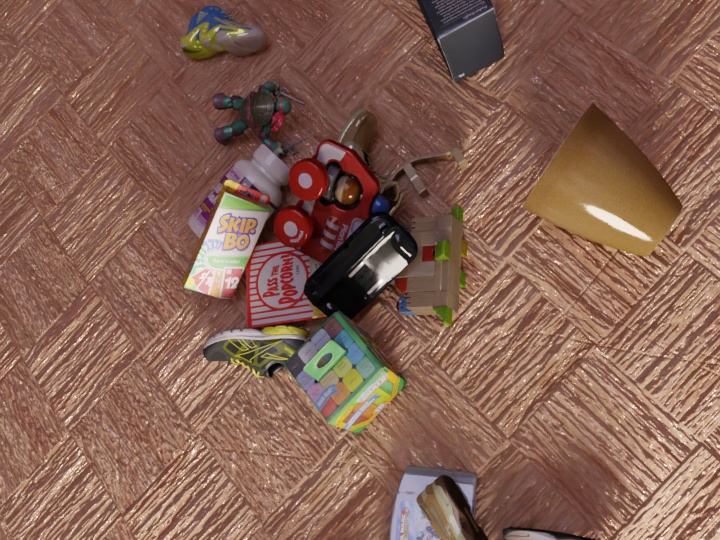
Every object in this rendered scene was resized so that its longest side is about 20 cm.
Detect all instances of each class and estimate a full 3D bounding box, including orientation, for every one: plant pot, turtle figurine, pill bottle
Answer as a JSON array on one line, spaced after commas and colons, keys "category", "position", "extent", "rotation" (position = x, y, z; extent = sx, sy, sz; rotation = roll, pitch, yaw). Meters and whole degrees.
[{"category": "plant pot", "position": [0.380, -0.118, 1.146], "extent": [0.198, 0.186, 0.188], "rotation": [37, 88, 11]}, {"category": "turtle figurine", "position": [-0.188, -0.298, 1.425], "extent": [0.195, 0.100, 0.154], "rotation": [0, 74, 24]}, {"category": "pill bottle", "position": [-0.213, -0.128, 1.372], "extent": [0.112, 0.112, 0.201], "rotation": [40, 90, 24]}]

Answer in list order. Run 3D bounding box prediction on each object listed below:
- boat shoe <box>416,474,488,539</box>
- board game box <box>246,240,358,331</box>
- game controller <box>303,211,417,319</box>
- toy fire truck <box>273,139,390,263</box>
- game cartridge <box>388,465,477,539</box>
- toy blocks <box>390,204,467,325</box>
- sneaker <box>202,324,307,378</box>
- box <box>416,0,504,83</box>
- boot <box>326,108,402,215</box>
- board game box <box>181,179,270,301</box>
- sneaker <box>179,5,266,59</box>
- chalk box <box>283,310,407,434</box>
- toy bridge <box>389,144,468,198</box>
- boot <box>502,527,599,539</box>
[{"category": "boat shoe", "position": [0.146, 0.406, 1.092], "extent": [0.076, 0.071, 0.203], "rotation": [-39, 57, 17]}, {"category": "board game box", "position": [-0.106, 0.020, 1.328], "extent": [0.194, 0.046, 0.156], "rotation": [-10, 71, 16]}, {"category": "game controller", "position": [0.000, 0.000, 1.217], "extent": [0.200, 0.104, 0.042], "rotation": [-44, 27, 18]}, {"category": "toy fire truck", "position": [-0.038, -0.101, 1.237], "extent": [0.165, 0.112, 0.204], "rotation": [26, 113, 10]}, {"category": "game cartridge", "position": [0.109, 0.409, 1.152], "extent": [0.129, 0.042, 0.206], "rotation": [2, 75, 15]}, {"category": "toy blocks", "position": [0.097, -0.006, 1.253], "extent": [0.133, 0.099, 0.206], "rotation": [-4, 72, 29]}, {"category": "sneaker", "position": [-0.185, 0.146, 1.304], "extent": [0.194, 0.074, 0.087], "rotation": [-10, 72, 16]}, {"category": "box", "position": [0.162, -0.469, 1.323], "extent": [0.105, 0.148, 0.204], "rotation": [-24, 69, 10]}, {"category": "boot", "position": [0.015, -0.173, 1.308], "extent": [0.153, 0.071, 0.204], "rotation": [23, 89, 42]}, {"category": "board game box", "position": [-0.232, -0.051, 1.314], "extent": [0.030, 0.094, 0.204], "rotation": [39, 107, 54]}, {"category": "sneaker", "position": [-0.277, -0.494, 1.519], "extent": [0.194, 0.076, 0.108], "rotation": [1, 74, 20]}, {"category": "chalk box", "position": [-0.026, 0.159, 1.178], "extent": [0.125, 0.200, 0.124], "rotation": [-43, 66, 2]}, {"category": "toy bridge", "position": [0.097, -0.161, 1.322], "extent": [0.198, 0.027, 0.068], "rotation": [-36, 66, 7]}, {"category": "boot", "position": [0.290, 0.452, 1.056], "extent": [0.195, 0.073, 0.155], "rotation": [3, 74, 23]}]
